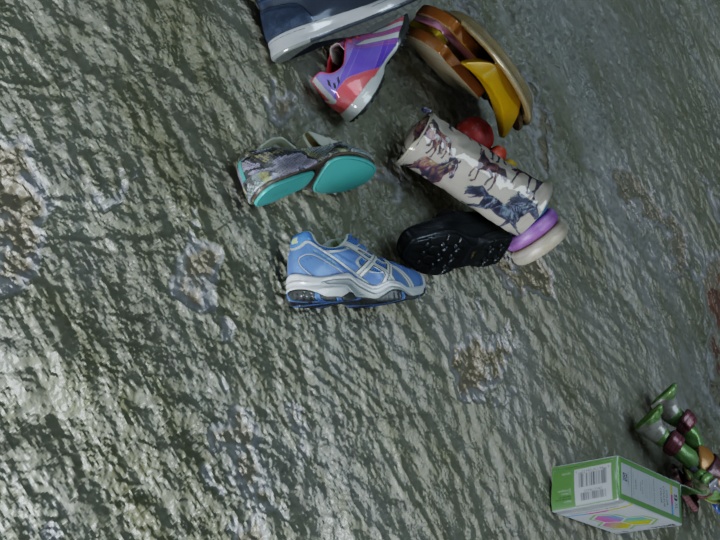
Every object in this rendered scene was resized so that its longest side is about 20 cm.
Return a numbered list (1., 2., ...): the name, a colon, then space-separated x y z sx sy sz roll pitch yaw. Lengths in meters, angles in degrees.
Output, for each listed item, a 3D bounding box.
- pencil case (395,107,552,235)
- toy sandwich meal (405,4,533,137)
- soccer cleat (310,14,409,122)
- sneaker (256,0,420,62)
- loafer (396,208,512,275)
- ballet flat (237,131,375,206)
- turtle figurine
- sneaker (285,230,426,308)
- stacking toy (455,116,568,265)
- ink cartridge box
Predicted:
1. pencil case: 0.141 -0.119 1.449 0.198 0.078 0.090 30 29 -11
2. toy sandwich meal: 0.141 -0.252 1.514 0.070 0.205 0.206 -40 110 -2
3. soccer cleat: 0.003 -0.266 1.416 0.073 0.068 0.202 37 50 -16
4. sneaker: -0.034 -0.339 1.352 0.200 0.077 0.148 -21 87 -20
5. loafer: 0.106 -0.039 1.441 0.199 0.069 0.070 -5 42 -49
6. ballet flat: -0.060 -0.120 1.292 0.199 0.071 0.073 -15 86 -49
7. turtle figurine: 0.497 0.246 1.647 0.194 0.200 0.144 45 76 6
8. sneaker: 0.000 0.000 1.297 0.198 0.075 0.078 5 76 -47
9. stacking toy: 0.185 -0.110 1.544 0.201 0.085 0.085 55 44 -6
10. ink cartridge box: 0.347 0.299 1.527 0.198 0.103 0.060 26 58 -38
